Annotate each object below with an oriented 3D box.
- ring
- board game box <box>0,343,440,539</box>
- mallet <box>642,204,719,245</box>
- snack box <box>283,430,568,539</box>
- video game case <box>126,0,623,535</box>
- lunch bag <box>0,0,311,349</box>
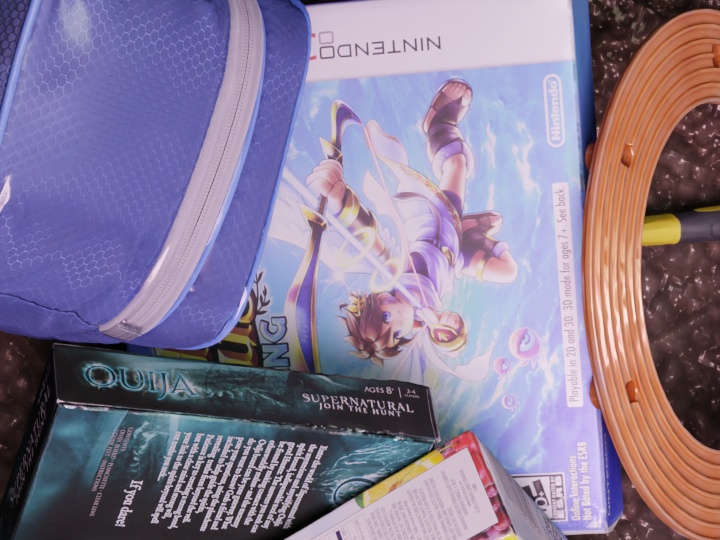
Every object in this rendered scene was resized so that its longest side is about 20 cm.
[{"bbox_3d":[0.131,0.002,0.884,0.200,0.019,0.202,5,84,-53],"label":"ring"},{"bbox_3d":[-0.066,0.108,0.836,0.134,0.201,0.028,7,45,-19],"label":"board game box"},{"bbox_3d":[0.124,-0.013,0.940,0.198,0.066,0.041,-4,109,-18],"label":"mallet"},{"bbox_3d":[0.028,0.155,0.848,0.142,0.053,0.200,-31,137,10],"label":"snack box"},{"bbox_3d":[0.000,0.000,0.871,0.180,0.045,0.202,-4,93,15],"label":"video game case"},{"bbox_3d":[-0.117,-0.049,0.795,0.132,0.199,0.137,22,83,-40],"label":"lunch bag"}]
